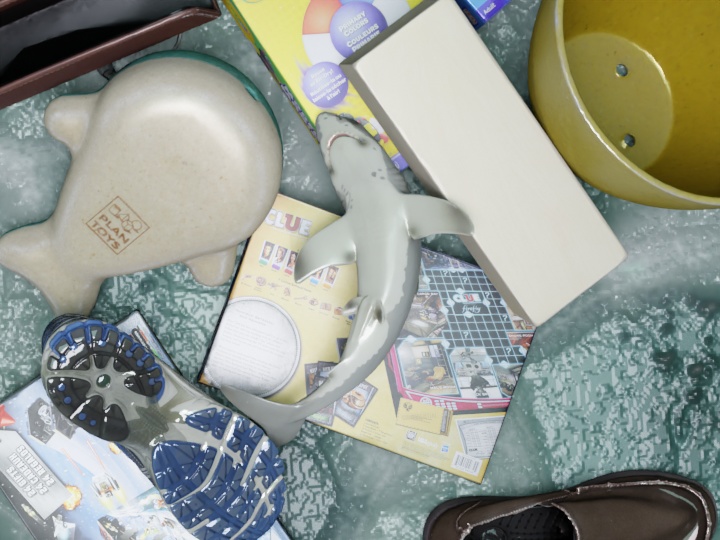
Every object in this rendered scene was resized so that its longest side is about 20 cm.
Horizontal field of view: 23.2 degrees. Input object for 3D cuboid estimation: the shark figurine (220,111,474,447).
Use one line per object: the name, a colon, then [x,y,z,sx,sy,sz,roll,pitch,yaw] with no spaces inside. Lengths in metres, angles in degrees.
shark figurine: [0.007,0.021,1.096,0.127,0.089,0.216,15,86,21]

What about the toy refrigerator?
toy refrigerator: [0.076,-0.070,1.100,0.076,0.070,0.200,-37,101,-3]

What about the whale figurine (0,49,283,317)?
whale figurine: [-0.139,-0.055,1.116,0.200,0.104,0.159,-40,108,20]

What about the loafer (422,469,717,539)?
loafer: [0.143,0.179,1.152,0.199,0.071,0.074,-8,92,-6]

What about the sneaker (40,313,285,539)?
sneaker: [-0.122,0.091,1.083,0.077,0.085,0.200,-44,118,-6]

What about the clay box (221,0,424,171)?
clay box: [-0.011,-0.161,1.139,0.115,0.048,0.201,-35,96,-5]

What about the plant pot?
plant pot: [0.183,-0.123,1.102,0.199,0.142,0.202,4,77,-19]

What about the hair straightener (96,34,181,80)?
hair straightener: [-0.149,-0.213,1.127,0.076,0.041,0.202,-6,92,-6]

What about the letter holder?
letter holder: [-0.204,-0.161,1.049,0.199,0.142,0.101,-21,95,9]

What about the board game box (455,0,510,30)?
board game box: [0.069,-0.284,1.147,0.152,0.045,0.200,-42,94,-4]

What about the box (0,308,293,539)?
box: [-0.145,0.146,1.136,0.137,0.040,0.201,-33,94,-5]

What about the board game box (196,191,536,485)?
board game box: [0.008,0.043,1.153,0.199,0.035,0.136,21,89,-6]
